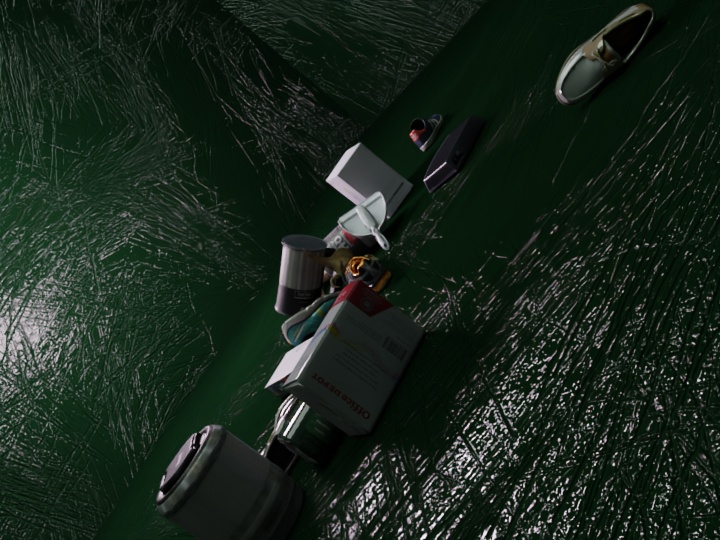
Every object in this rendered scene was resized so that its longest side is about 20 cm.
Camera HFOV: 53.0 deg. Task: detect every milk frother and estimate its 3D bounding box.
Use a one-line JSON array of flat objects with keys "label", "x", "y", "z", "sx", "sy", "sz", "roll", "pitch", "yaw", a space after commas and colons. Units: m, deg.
[{"label": "milk frother", "x": -0.151, "y": -0.002, "z": 1.890, "sx": 0.200, "sy": 0.179, "sz": 0.190, "roll": 33, "pitch": 121, "yaw": 47}]

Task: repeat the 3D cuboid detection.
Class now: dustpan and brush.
[{"label": "dustpan and brush", "x": 0.030, "y": -0.115, "z": 1.871, "sx": 0.139, "sy": 0.201, "sz": 0.057, "roll": -35, "pitch": -31, "yaw": 3}]

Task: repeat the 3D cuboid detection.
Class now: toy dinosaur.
[{"label": "toy dinosaur", "x": -0.055, "y": -0.007, "z": 1.792, "sx": 0.058, "sy": 0.198, "sz": 0.102, "roll": 175, "pitch": 98, "yaw": -71}]

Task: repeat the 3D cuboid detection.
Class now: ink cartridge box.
[{"label": "ink cartridge box", "x": -0.010, "y": 0.141, "z": 1.157, "sx": 0.201, "sy": 0.145, "sz": 0.083, "roll": -58, "pitch": 11, "yaw": -26}, {"label": "ink cartridge box", "x": -0.146, "y": 0.228, "z": 1.698, "sx": 0.200, "sy": 0.050, "sz": 0.109, "roll": -35, "pitch": 21, "yaw": 55}]

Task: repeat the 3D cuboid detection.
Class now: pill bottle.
[{"label": "pill bottle", "x": -0.027, "y": -0.081, "z": 1.987, "sx": 0.200, "sy": 0.111, "sz": 0.111, "roll": -43, "pitch": 13, "yaw": 13}]

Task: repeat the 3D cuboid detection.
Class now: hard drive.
[{"label": "hard drive", "x": 0.230, "y": -0.295, "z": 1.798, "sx": 0.135, "sy": 0.042, "sz": 0.201, "roll": -37, "pitch": 19, "yaw": 55}]

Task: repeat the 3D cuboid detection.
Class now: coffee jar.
[{"label": "coffee jar", "x": -0.054, "y": 0.225, "z": 1.235, "sx": 0.201, "sy": 0.085, "sz": 0.104, "roll": -57, "pitch": 9, "yaw": -18}]

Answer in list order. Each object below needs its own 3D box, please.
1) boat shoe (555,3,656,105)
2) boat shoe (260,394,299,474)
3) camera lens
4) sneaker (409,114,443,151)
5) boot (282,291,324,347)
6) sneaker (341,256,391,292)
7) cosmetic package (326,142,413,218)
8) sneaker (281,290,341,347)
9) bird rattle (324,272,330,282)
[{"label": "boat shoe", "x": 0.407, "y": -0.363, "z": 1.208, "sx": 0.200, "sy": 0.075, "sz": 0.068, "roll": -49, "pitch": 6, "yaw": 12}, {"label": "boat shoe", "x": -0.134, "y": 0.314, "z": 1.337, "sx": 0.202, "sy": 0.071, "sz": 0.060, "roll": -63, "pitch": 18, "yaw": -14}, {"label": "camera lens", "x": -0.213, "y": 0.361, "z": 1.163, "sx": 0.160, "sy": 0.200, "sz": 0.160, "roll": -49, "pitch": 12, "yaw": 14}, {"label": "sneaker", "x": 0.206, "y": -0.462, "z": 2.302, "sx": 0.075, "sy": 0.084, "sz": 0.201, "roll": -44, "pitch": 14, "yaw": 35}, {"label": "boot", "x": -0.158, "y": 0.121, "z": 1.993, "sx": 0.144, "sy": 0.071, "sz": 0.201, "roll": -42, "pitch": 20, "yaw": 10}, {"label": "sneaker", "x": 0.000, "y": 0.000, "z": 1.674, "sx": 0.079, "sy": 0.077, "sz": 0.200, "roll": -56, "pitch": 20, "yaw": -15}, {"label": "cosmetic package", "x": 0.022, "y": -0.257, "z": 2.118, "sx": 0.123, "sy": 0.199, "sz": 0.199, "roll": -53, "pitch": 11, "yaw": -5}, {"label": "sneaker", "x": -0.098, "y": 0.116, "z": 1.788, "sx": 0.199, "sy": 0.080, "sz": 0.078, "roll": -35, "pitch": -8, "yaw": -6}, {"label": "bird rattle", "x": -0.139, "y": 0.011, "z": 2.230, "sx": 0.162, "sy": 0.113, "sz": 0.200, "roll": -35, "pitch": 15, "yaw": 2}]
